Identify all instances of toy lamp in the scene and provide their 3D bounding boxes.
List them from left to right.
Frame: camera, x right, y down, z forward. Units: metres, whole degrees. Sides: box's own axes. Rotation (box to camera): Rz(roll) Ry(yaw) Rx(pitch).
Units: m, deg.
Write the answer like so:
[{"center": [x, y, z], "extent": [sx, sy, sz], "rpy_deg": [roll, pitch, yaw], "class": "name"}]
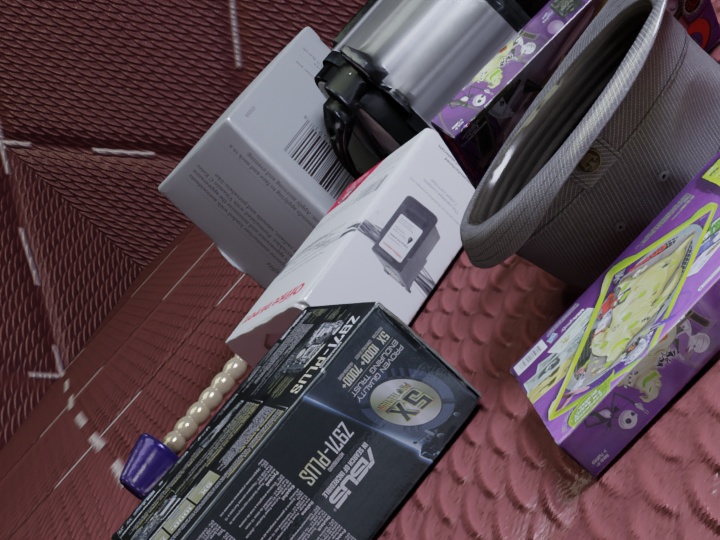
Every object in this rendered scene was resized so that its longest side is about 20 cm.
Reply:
[{"center": [-0.151, 0.132, 1.271], "extent": [0.200, 0.058, 0.058], "rpy_deg": [-51, 11, -22], "class": "toy lamp"}]

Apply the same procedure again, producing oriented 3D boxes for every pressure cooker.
[{"center": [0.056, -0.163, 1.208], "extent": [0.200, 0.176, 0.179], "rpy_deg": [-48, 13, -2], "class": "pressure cooker"}]

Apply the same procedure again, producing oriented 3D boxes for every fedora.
[{"center": [0.143, -0.068, 0.738], "extent": [0.200, 0.090, 0.177], "rpy_deg": [-55, 8, 5], "class": "fedora"}]

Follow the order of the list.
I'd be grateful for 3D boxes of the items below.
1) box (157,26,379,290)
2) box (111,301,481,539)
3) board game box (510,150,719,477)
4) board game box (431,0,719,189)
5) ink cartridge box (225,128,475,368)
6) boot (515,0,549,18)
[{"center": [-0.053, -0.093, 1.310], "extent": [0.131, 0.199, 0.200], "rpy_deg": [-38, 14, 40], "class": "box"}, {"center": [-0.044, 0.120, 0.802], "extent": [0.200, 0.086, 0.164], "rpy_deg": [-50, 11, -14], "class": "box"}, {"center": [0.156, -0.002, 0.622], "extent": [0.200, 0.032, 0.120], "rpy_deg": [-47, 6, 6], "class": "board game box"}, {"center": [0.145, -0.126, 0.867], "extent": [0.200, 0.120, 0.032], "rpy_deg": [-46, 52, -4], "class": "board game box"}, {"center": [0.000, 0.000, 1.076], "extent": [0.200, 0.083, 0.145], "rpy_deg": [-54, 13, -30], "class": "ink cartridge box"}, {"center": [0.167, -0.291, 1.232], "extent": [0.132, 0.070, 0.200], "rpy_deg": [-63, 3, -5], "class": "boot"}]
